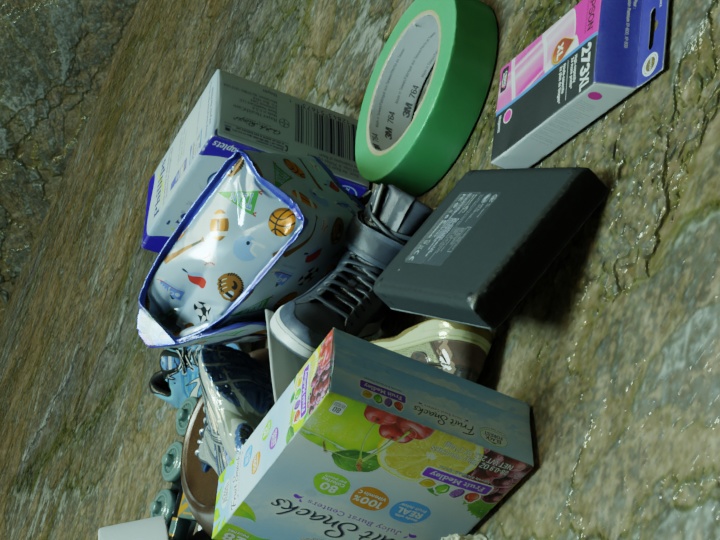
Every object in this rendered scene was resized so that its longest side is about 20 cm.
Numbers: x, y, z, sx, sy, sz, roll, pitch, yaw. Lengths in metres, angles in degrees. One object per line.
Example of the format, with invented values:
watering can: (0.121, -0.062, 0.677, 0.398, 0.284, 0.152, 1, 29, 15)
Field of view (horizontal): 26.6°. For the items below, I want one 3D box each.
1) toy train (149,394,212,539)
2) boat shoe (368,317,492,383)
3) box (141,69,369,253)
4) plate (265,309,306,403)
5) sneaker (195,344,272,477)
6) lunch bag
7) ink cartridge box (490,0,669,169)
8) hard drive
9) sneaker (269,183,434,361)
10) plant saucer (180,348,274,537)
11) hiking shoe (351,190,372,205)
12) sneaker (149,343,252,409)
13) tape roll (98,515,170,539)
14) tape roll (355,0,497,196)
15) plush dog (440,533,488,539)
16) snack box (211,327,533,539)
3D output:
toy train: (-0.160, 0.214, 1.640, 0.114, 0.085, 0.200, -8, 64, 57)
boat shoe: (0.034, 0.094, 1.253, 0.200, 0.073, 0.065, -38, 33, 56)
box: (-0.114, -0.091, 1.642, 0.200, 0.184, 0.105, -51, 29, 43)
plate: (-0.043, 0.163, 1.331, 0.200, 0.032, 0.200, -104, 1, -56)
sneaker: (-0.127, 0.151, 1.448, 0.085, 0.077, 0.200, -54, 36, 27)
lunch bag: (-0.102, -0.003, 1.426, 0.200, 0.124, 0.170, -48, -18, 16)
ink cartridge box: (0.170, -0.157, 1.194, 0.200, 0.037, 0.095, -34, 41, 55)
hard drive: (0.095, -0.022, 1.192, 0.140, 0.033, 0.200, -50, 17, -11)
sneaker: (-0.001, -0.001, 1.336, 0.146, 0.077, 0.202, -59, -9, 20)
plant saucer: (-0.126, 0.170, 1.527, 0.200, 0.032, 0.200, -30, 49, 41)
hiking shoe: (-0.072, -0.018, 1.563, 0.200, 0.076, 0.101, -26, 4, 23)
sneaker: (-0.190, 0.118, 1.780, 0.200, 0.090, 0.078, -43, 34, 49)
tape roll: (-0.211, 0.351, 1.522, 0.202, 0.071, 0.203, 169, 90, -81)
tape roll: (0.061, -0.173, 1.465, 0.200, 0.048, 0.201, -53, 26, 40)
plush dog: (-0.003, 0.264, 1.048, 0.200, 0.172, 0.161, -40, 36, 52)
snack box: (0.006, 0.151, 1.135, 0.200, 0.169, 0.068, -53, 23, 40)
